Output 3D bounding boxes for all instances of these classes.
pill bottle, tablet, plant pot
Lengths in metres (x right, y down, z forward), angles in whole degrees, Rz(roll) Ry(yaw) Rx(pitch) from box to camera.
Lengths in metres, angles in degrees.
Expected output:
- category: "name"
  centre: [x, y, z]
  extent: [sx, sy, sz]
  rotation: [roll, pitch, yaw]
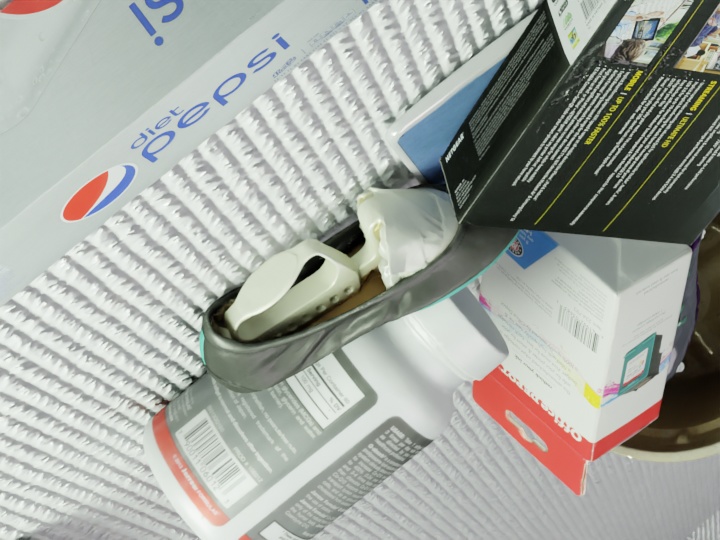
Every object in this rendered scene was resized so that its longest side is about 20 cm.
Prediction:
- category: "pill bottle"
  centre: [-0.019, 0.075, 1.298]
  extent: [0.200, 0.116, 0.116]
  rotation: [-39, 165, 8]
- category: "tablet"
  centre: [0.082, -0.090, 1.231]
  extent: [0.130, 0.014, 0.200]
  rotation: [-37, 164, 3]
- category: "plant pot"
  centre: [0.221, 0.024, 1.582]
  extent: [0.200, 0.201, 0.183]
  rotation: [-40, 175, 11]

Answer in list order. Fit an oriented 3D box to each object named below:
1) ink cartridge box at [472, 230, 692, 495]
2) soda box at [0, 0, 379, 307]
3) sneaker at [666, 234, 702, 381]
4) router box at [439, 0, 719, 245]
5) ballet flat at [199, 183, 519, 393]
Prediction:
- category: "ink cartridge box"
  centre: [0.137, 0.037, 1.424]
  extent: [0.067, 0.116, 0.200]
  rotation: [-30, 145, -27]
- category: "soda box"
  centre: [-0.086, -0.075, 0.802]
  extent: [0.200, 0.068, 0.063]
  rotation: [-38, 166, 5]
- category: "sneaker"
  centre: [0.184, -0.003, 1.424]
  extent: [0.088, 0.074, 0.200]
  rotation: [-81, 171, -64]
- category: "router box"
  centre: [0.149, -0.094, 1.135]
  extent: [0.149, 0.051, 0.200]
  rotation: [5, 142, -26]
- category: "ballet flat"
  centre: [0.000, 0.000, 1.210]
  extent: [0.200, 0.068, 0.068]
  rotation: [-33, 143, -3]
